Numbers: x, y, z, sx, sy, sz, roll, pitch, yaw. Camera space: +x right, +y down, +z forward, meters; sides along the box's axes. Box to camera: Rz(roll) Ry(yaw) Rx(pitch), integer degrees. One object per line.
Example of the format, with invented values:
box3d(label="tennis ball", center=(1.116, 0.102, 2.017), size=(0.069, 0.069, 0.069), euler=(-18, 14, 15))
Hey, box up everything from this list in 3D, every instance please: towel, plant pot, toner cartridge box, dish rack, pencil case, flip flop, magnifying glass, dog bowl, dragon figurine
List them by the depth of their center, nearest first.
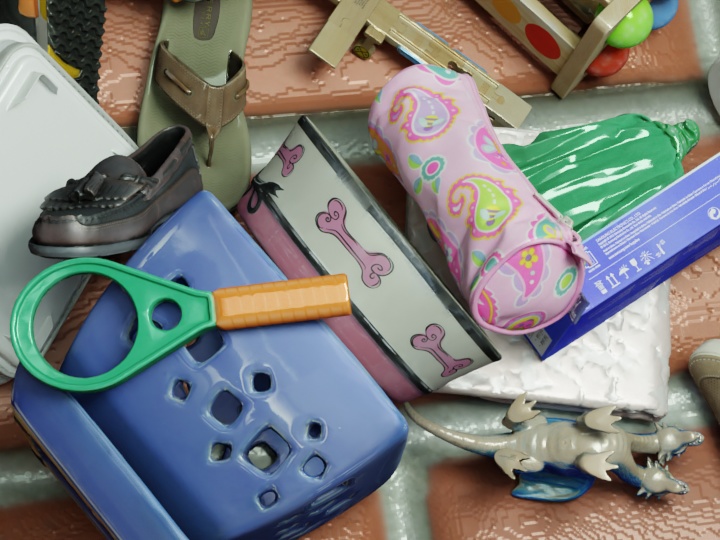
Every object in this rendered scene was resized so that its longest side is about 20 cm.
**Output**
box3d(label="magnifying glass", center=(-0.106, 0.026, 1.363), size=(0.200, 0.022, 0.080), euler=(-7, 79, 2))
box3d(label="plant pot", center=(-0.102, 0.096, 1.454), size=(0.180, 0.200, 0.200), euler=(-39, 82, -12))
box3d(label="dog bowl", center=(0.000, 0.000, 1.480), size=(0.074, 0.200, 0.200), euler=(-40, 83, 1))
box3d(label="pencil case", center=(0.075, -0.047, 1.488), size=(0.087, 0.087, 0.200), euler=(-16, 45, -15))
box3d(label="dish rack", center=(-0.220, -0.038, 1.493), size=(0.044, 0.172, 0.200), euler=(12, 65, 40))
box3d(label="dragon figurine", center=(0.129, 0.121, 1.555), size=(0.200, 0.099, 0.059), euler=(1, 74, 10))
box3d(label="toner cartridge box", center=(0.198, -0.020, 1.559), size=(0.200, 0.095, 0.043), euler=(-32, 80, -19))
box3d(label="flip flop", center=(-0.106, -0.133, 1.590), size=(0.081, 0.058, 0.200), euler=(9, 70, -10))
box3d(label="towel", center=(0.122, -0.001, 1.606), size=(0.191, 0.032, 0.200), euler=(6, 72, -8))

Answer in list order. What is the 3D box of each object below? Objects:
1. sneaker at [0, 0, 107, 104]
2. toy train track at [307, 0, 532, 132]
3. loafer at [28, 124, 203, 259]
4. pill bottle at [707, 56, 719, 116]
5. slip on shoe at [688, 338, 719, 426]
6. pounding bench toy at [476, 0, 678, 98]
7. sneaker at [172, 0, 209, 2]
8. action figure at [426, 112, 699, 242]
box3d(label="sneaker", center=(-0.229, -0.123, 1.569), size=(0.070, 0.090, 0.200), euler=(9, 90, -52))
box3d(label="toy train track", center=(0.030, -0.160, 1.641), size=(0.200, 0.033, 0.115), euler=(35, 63, -4))
box3d(label="loafer", center=(-0.153, -0.051, 1.458), size=(0.072, 0.200, 0.063), euler=(4, 101, 18))
box3d(label="pill bottle", center=(0.350, -0.167, 1.657), size=(0.200, 0.110, 0.110), euler=(-37, 83, -18))
box3d(label="slip on shoe", center=(0.285, 0.137, 1.574), size=(0.061, 0.076, 0.200), euler=(-37, 90, -25))
box3d(label="pounding bench toy", center=(0.158, -0.233, 1.595), size=(0.156, 0.200, 0.124), euler=(44, 71, 5))
box3d(label="sneaker", center=(-0.089, -0.217, 1.582), size=(0.200, 0.074, 0.079), euler=(-1, 63, 10))
box3d(label="action figure", center=(0.145, -0.056, 1.579), size=(0.200, 0.055, 0.118), euler=(-24, 68, -12))
